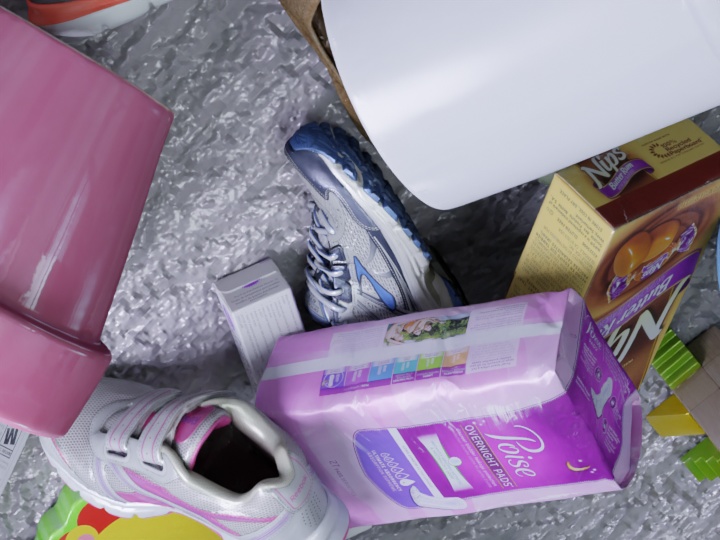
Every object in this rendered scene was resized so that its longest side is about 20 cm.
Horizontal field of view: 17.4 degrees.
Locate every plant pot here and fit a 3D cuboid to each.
[{"bbox_3d":[-0.196,-0.038,1.228,0.200,0.200,0.179,30,90,-33],"label":"plant pot"}]

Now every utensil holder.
[{"bbox_3d":[0.102,-0.138,1.219,0.199,0.170,0.170,-23,130,22],"label":"utensil holder"}]

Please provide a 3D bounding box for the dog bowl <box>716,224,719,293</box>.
[{"bbox_3d":[0.266,-0.011,1.436,0.049,0.200,0.112,-9,106,28],"label":"dog bowl"}]

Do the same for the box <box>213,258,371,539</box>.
[{"bbox_3d":[-0.040,0.085,1.447,0.041,0.039,0.200,-25,126,-8],"label":"box"}]

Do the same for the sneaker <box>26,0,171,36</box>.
[{"bbox_3d":[-0.090,-0.191,1.238,0.199,0.077,0.082,-23,119,-8],"label":"sneaker"}]

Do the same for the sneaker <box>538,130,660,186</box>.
[{"bbox_3d":[0.164,-0.132,1.387,0.090,0.067,0.201,16,113,-38],"label":"sneaker"}]

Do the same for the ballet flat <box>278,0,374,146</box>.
[{"bbox_3d":[0.020,-0.108,1.332,0.068,0.072,0.200,-34,127,2],"label":"ballet flat"}]

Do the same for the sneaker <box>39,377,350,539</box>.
[{"bbox_3d":[-0.100,0.100,1.353,0.081,0.199,0.088,-60,157,-31],"label":"sneaker"}]

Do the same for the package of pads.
[{"bbox_3d":[0.053,0.083,1.364,0.199,0.076,0.121,-10,136,26],"label":"package of pads"}]

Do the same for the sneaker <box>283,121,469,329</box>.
[{"bbox_3d":[0.000,0.000,1.391,0.085,0.077,0.200,-32,126,4],"label":"sneaker"}]

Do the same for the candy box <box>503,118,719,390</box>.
[{"bbox_3d":[0.143,0.012,1.413,0.116,0.056,0.200,-24,149,-36],"label":"candy box"}]

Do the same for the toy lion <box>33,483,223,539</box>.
[{"bbox_3d":[-0.156,0.205,1.466,0.199,0.069,0.192,-10,116,-16],"label":"toy lion"}]

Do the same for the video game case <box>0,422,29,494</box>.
[{"bbox_3d":[-0.284,0.127,1.297,0.200,0.036,0.182,37,76,-54],"label":"video game case"}]

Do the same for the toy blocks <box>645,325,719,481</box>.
[{"bbox_3d":[0.277,0.129,1.544,0.100,0.137,0.200,-39,127,4],"label":"toy blocks"}]
